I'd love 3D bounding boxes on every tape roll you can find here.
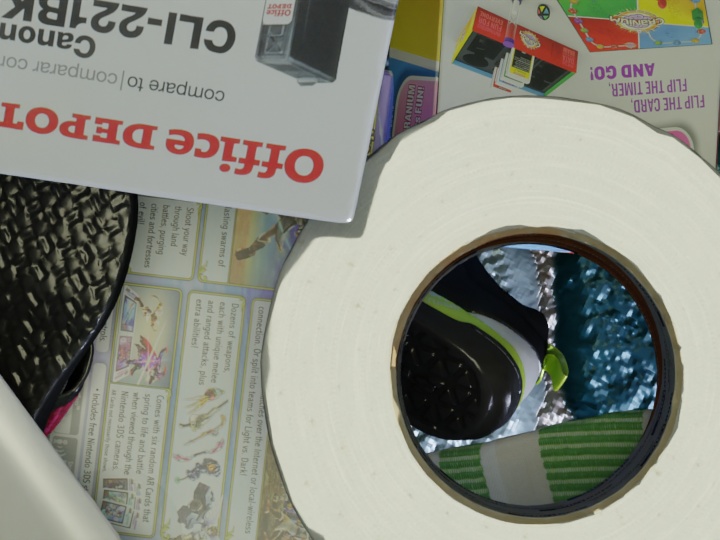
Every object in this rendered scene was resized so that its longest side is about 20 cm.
[{"bbox_3d":[0.064,0.039,0.755,0.199,0.066,0.202,0,88,2],"label":"tape roll"}]

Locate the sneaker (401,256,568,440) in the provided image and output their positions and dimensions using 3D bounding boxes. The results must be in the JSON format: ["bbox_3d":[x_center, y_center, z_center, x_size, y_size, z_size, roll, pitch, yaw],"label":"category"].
[{"bbox_3d":[0.000,0.000,0.889,0.200,0.083,0.072,38,130,11],"label":"sneaker"}]

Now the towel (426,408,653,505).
[{"bbox_3d":[0.080,0.142,0.847,0.199,0.023,0.154,-17,90,37],"label":"towel"}]

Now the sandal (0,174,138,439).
[{"bbox_3d":[-0.139,0.038,0.778,0.075,0.045,0.201,23,103,8],"label":"sandal"}]

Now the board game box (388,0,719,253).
[{"bbox_3d":[0.086,-0.109,0.873,0.152,0.040,0.202,5,88,-30],"label":"board game box"}]

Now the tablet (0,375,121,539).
[{"bbox_3d":[-0.174,0.088,0.755,0.130,0.014,0.201,-32,103,11],"label":"tablet"}]

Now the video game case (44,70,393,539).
[{"bbox_3d":[-0.085,0.011,0.816,0.180,0.045,0.202,7,88,3],"label":"video game case"}]

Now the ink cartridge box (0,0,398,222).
[{"bbox_3d":[-0.058,-0.128,0.683,0.143,0.084,0.201,8,109,-13],"label":"ink cartridge box"}]
